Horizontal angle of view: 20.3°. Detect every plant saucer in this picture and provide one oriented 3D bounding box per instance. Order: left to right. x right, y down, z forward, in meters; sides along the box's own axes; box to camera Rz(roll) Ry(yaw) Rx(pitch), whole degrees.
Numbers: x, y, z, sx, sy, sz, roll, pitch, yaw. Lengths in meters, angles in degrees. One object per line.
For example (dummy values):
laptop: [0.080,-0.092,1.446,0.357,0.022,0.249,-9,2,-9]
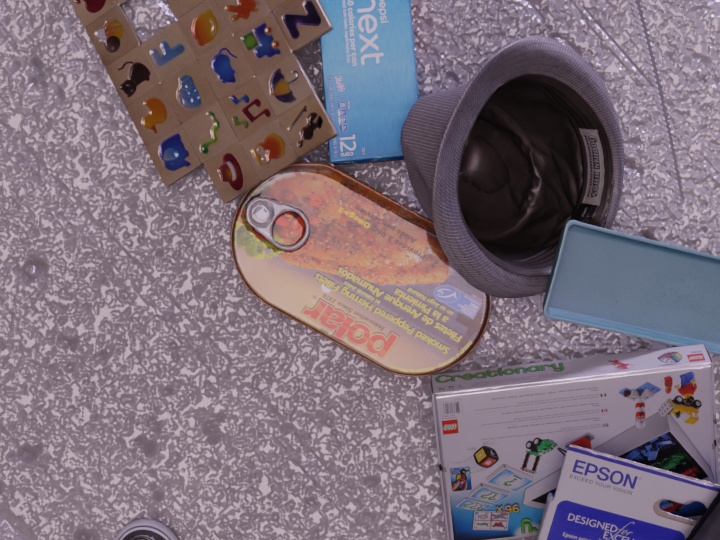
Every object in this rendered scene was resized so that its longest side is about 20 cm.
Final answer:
plant saucer: [0.219,0.016,1.428,0.199,0.019,0.070,12,95,-24]

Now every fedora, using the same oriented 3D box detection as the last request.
fedora: [0.094,-0.075,1.403,0.200,0.090,0.177,24,85,-43]

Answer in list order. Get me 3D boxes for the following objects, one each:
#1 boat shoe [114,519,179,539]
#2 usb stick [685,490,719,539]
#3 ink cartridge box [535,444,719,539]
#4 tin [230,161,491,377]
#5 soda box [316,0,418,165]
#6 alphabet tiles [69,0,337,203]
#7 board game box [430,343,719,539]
boat shoe: [-0.157,0.283,1.454,0.070,0.066,0.201,3,92,1]
usb stick: [0.225,0.233,1.392,0.055,0.033,0.200,30,110,-5]
ink cartridge box: [0.215,0.230,1.433,0.197,0.047,0.201,16,108,2]
tin: [0.000,0.000,1.461,0.200,0.042,0.112,30,88,0]
soda box: [0.004,-0.178,1.443,0.068,0.064,0.201,-4,92,1]
alphabet tiles: [-0.102,-0.159,1.436,0.167,0.008,0.200,-30,83,18]
board game box: [0.154,0.126,1.441,0.199,0.035,0.127,-6,114,1]
